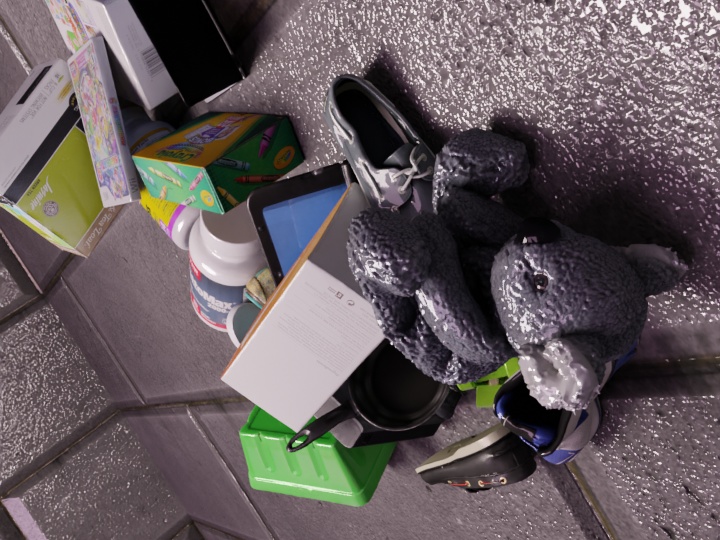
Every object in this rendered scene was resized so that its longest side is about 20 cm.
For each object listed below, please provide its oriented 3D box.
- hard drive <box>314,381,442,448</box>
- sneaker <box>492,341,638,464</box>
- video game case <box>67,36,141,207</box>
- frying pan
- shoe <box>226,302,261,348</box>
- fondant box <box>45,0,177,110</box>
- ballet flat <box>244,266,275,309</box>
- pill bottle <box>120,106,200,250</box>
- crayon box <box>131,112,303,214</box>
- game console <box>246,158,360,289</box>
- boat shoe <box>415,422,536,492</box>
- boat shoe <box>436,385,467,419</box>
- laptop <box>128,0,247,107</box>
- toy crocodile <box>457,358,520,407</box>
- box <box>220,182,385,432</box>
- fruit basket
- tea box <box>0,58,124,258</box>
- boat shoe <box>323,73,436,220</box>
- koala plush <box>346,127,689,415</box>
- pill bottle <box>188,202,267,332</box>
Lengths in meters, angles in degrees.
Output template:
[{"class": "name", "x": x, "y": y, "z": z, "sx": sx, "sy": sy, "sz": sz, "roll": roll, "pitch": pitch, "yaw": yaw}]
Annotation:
[{"class": "hard drive", "x": -0.001, "y": 0.143, "z": 0.987, "sx": 0.139, "sy": 0.033, "sz": 0.199, "roll": 39, "pitch": -167, "yaw": 27}, {"class": "sneaker", "x": 0.158, "y": 0.114, "z": 0.742, "sx": 0.080, "sy": 0.114, "sz": 0.201, "roll": 41, "pitch": 150, "yaw": 26}, {"class": "video game case", "x": -0.336, "y": -0.187, "z": 1.124, "sx": 0.142, "sy": 0.018, "sz": 0.205, "roll": 1, "pitch": 106, "yaw": 60}, {"class": "frying pan", "x": 0.020, "y": 0.133, "z": 0.856, "sx": 0.114, "sy": 0.192, "sz": 0.031, "roll": 34, "pitch": 180, "yaw": 30}, {"class": "shoe", "x": -0.117, "y": 0.106, "z": 1.164, "sx": 0.199, "sy": 0.073, "sz": 0.090, "roll": 35, "pitch": 159, "yaw": -34}, {"class": "fondant box", "x": -0.328, "y": -0.306, "z": 1.121, "sx": 0.198, "sy": 0.058, "sz": 0.146, "roll": 27, "pitch": 146, "yaw": 41}, {"class": "ballet flat", "x": -0.064, "y": 0.064, "z": 1.095, "sx": 0.070, "sy": 0.071, "sz": 0.200, "roll": 13, "pitch": 152, "yaw": 52}, {"class": "pill bottle", "x": -0.265, "y": -0.130, "z": 1.172, "sx": 0.200, "sy": 0.104, "sz": 0.105, "roll": 46, "pitch": 152, "yaw": 18}, {"class": "crayon box", "x": -0.169, "y": -0.129, "z": 1.000, "sx": 0.198, "sy": 0.118, "sz": 0.059, "roll": 15, "pitch": 135, "yaw": 51}, {"class": "game console", "x": 0.000, "y": 0.000, "z": 0.871, "sx": 0.174, "sy": 0.116, "sz": 0.203, "roll": 25, "pitch": 141, "yaw": 45}, {"class": "boat shoe", "x": 0.123, "y": 0.220, "z": 0.965, "sx": 0.064, "sy": 0.073, "sz": 0.201, "roll": 60, "pitch": 149, "yaw": 6}, {"class": "boat shoe", "x": 0.047, "y": 0.116, "z": 0.957, "sx": 0.075, "sy": 0.061, "sz": 0.199, "roll": 29, "pitch": 169, "yaw": -22}, {"class": "laptop", "x": -0.220, "y": -0.265, "z": 0.932, "sx": 0.199, "sy": 0.115, "sz": 0.190, "roll": -6, "pitch": 116, "yaw": 60}, {"class": "toy crocodile", "x": 0.109, "y": 0.049, "z": 0.816, "sx": 0.066, "sy": 0.062, "sz": 0.203, "roll": -15, "pitch": 113, "yaw": 17}, {"class": "box", "x": -0.034, "y": 0.039, "z": 0.821, "sx": 0.097, "sy": 0.125, "sz": 0.201, "roll": 34, "pitch": 131, "yaw": -6}, {"class": "fruit basket", "x": -0.039, "y": 0.248, "z": 1.164, "sx": 0.211, "sy": 0.157, "sz": 0.218, "roll": 18, "pitch": 140, "yaw": 16}, {"class": "tea box", "x": -0.432, "y": -0.160, "z": 1.248, "sx": 0.196, "sy": 0.202, "sz": 0.133, "roll": 42, "pitch": 162, "yaw": -31}, {"class": "boat shoe", "x": 0.031, "y": -0.087, "z": 0.753, "sx": 0.202, "sy": 0.072, "sz": 0.062, "roll": 56, "pitch": 176, "yaw": 11}, {"class": "koala plush", "x": 0.125, "y": 0.016, "z": 0.635, "sx": 0.198, "sy": 0.177, "sz": 0.187, "roll": 13, "pitch": 134, "yaw": 44}, {"class": "pill bottle", "x": -0.164, "y": -0.017, "z": 1.120, "sx": 0.120, "sy": 0.119, "sz": 0.201, "roll": 45, "pitch": 151, "yaw": 18}]
